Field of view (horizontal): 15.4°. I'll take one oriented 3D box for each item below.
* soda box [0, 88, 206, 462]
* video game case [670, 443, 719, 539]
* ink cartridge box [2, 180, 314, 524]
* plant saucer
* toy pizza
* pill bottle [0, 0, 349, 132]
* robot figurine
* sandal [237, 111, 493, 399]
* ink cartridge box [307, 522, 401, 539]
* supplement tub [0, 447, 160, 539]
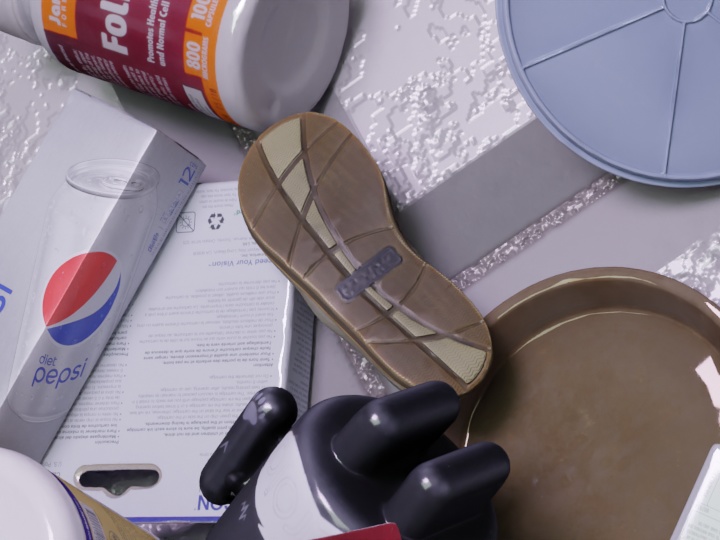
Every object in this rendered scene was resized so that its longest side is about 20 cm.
[{"bbox_3d":[-0.171,0.004,1.492,0.068,0.063,0.200,28,86,29],"label":"soda box"},{"bbox_3d":[0.225,0.205,1.288,0.200,0.023,0.182,23,86,20],"label":"video game case"},{"bbox_3d":[-0.122,0.050,1.514,0.196,0.043,0.200,-2,73,24],"label":"ink cartridge box"},{"bbox_3d":[0.124,0.097,1.387,0.200,0.029,0.200,-8,72,24],"label":"plant saucer"},{"bbox_3d":[0.170,-0.144,1.400,0.200,0.032,0.200,0,97,2],"label":"toy pizza"},{"bbox_3d":[-0.117,-0.158,1.537,0.200,0.114,0.114,19,83,29],"label":"pill bottle"},{"bbox_3d":[-0.008,0.144,1.362,0.200,0.125,0.150,-52,29,32],"label":"robot figurine"},{"bbox_3d":[0.000,0.000,1.445,0.080,0.054,0.200,-32,65,-13],"label":"sandal"},{"bbox_3d":[-0.049,0.232,1.221,0.145,0.145,0.200,-16,83,22],"label":"ink cartridge box"},{"bbox_3d":[-0.171,0.185,1.396,0.145,0.200,0.146,-9,66,20],"label":"supplement tub"}]
